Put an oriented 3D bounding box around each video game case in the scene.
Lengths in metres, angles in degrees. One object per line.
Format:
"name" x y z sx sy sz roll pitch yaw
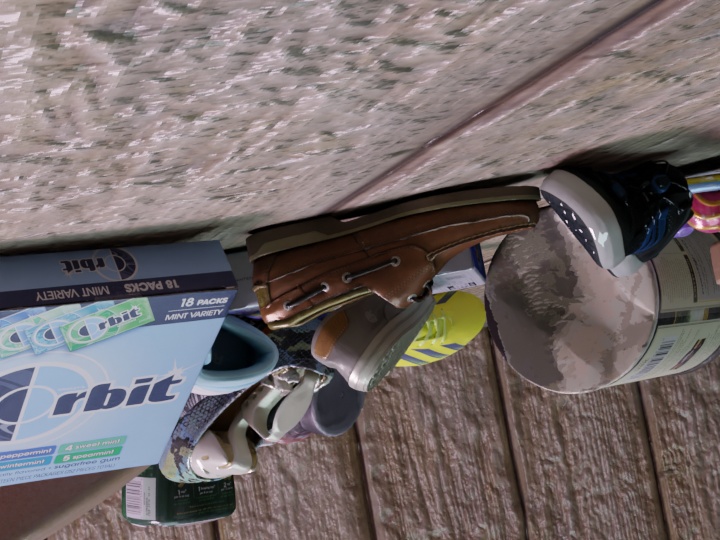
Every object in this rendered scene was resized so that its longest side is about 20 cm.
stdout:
"video game case" 0.000 0.000 1.207 0.181 0.046 0.200 -11 175 6

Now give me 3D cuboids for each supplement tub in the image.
"supplement tub" -0.092 0.087 1.352 0.200 0.107 0.107 10 -171 37

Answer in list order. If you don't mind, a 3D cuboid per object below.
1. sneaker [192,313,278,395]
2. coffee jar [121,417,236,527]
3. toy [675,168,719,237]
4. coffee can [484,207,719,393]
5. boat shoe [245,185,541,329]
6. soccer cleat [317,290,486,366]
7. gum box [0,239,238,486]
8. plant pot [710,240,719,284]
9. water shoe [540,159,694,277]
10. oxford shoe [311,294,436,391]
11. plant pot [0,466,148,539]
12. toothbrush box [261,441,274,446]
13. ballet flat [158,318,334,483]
"sneaker" -0.145 0.042 1.118 0.200 0.074 0.082 11 161 -38
"coffee jar" -0.173 0.134 1.479 0.104 0.200 0.085 -2 -179 -40
"toy" 0.265 -0.052 1.155 0.200 0.047 0.115 -15 171 40
"coffee can" 0.211 0.020 1.293 0.146 0.147 0.200 -13 174 32
"boat shoe" 0.026 -0.008 1.043 0.200 0.068 0.072 -13 173 15
"soccer cleat" 0.031 0.054 1.429 0.200 0.065 0.084 -7 172 -22
"gum box" -0.188 0.065 1.019 0.170 0.045 0.200 -5 144 -29
"plant pot" 0.307 -0.054 0.960 0.201 0.093 0.201 -9 176 -1
"water shoe" 0.172 -0.047 1.031 0.079 0.072 0.200 -39 168 9
"oxford shoe" 0.010 0.041 1.151 0.058 0.075 0.200 31 -169 8
"plant pot" -0.267 0.121 1.287 0.177 0.200 0.200 -22 176 -5
"toothbrush box" -0.187 0.117 1.579 0.200 0.146 0.086 -12 176 8
"ballet flat" -0.090 0.118 1.243 0.074 0.074 0.200 -3 139 -54
